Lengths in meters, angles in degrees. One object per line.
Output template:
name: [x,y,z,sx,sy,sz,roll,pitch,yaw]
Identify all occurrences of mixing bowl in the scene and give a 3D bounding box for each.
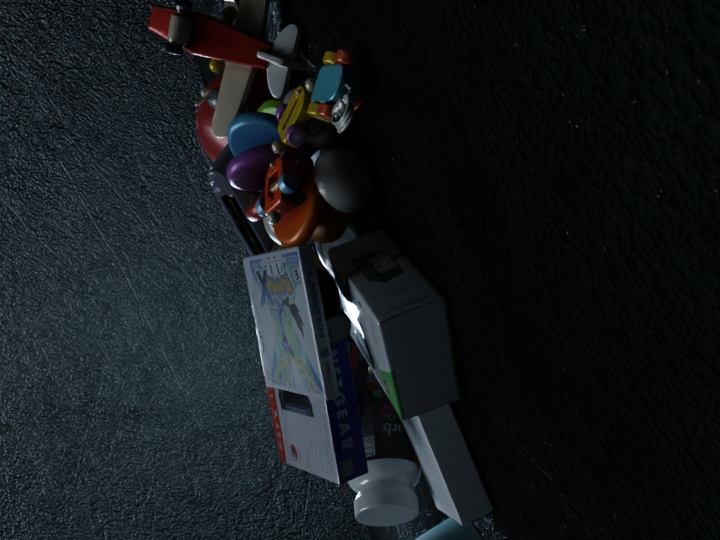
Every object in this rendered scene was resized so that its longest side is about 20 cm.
mixing bowl: [-0.197,-0.241,1.161,0.200,0.107,0.203,9,-90,-78]

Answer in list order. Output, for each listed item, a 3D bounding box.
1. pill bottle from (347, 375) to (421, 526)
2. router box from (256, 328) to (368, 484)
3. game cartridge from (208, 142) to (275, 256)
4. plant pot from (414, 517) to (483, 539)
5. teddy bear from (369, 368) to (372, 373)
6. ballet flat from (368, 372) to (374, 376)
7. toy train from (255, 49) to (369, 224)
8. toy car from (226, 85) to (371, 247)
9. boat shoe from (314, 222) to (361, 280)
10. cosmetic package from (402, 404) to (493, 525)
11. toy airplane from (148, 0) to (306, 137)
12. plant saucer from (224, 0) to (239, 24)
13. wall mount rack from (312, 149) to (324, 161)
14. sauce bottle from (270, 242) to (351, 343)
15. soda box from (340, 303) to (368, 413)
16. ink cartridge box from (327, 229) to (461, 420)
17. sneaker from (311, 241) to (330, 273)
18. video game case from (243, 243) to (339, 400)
pill bottle: [0.032,0.271,1.090,0.117,0.115,0.202,83,-179,-54]
router box: [-0.071,0.175,0.999,0.179,0.048,0.203,-6,95,58]
game cartridge: [-0.143,-0.095,1.049,0.201,0.041,0.134,64,-146,-32]
plant pot: [0.123,0.497,1.088,0.201,0.159,0.203,158,90,-80]
teddy bear: [0.000,0.188,1.365,0.200,0.066,0.147,-165,57,-76]
ballet flat: [0.026,0.216,1.222,0.199,0.071,0.070,36,-147,-34]
toy train: [-0.046,-0.142,0.782,0.200,0.055,0.152,-38,46,45]
toy car: [-0.098,-0.122,0.907,0.174,0.149,0.202,-32,81,43]
boat shoe: [0.000,0.000,1.047,0.202,0.073,0.067,61,155,-6]
cosmetic package: [0.102,0.231,0.982,0.151,0.051,0.202,128,121,-76]
toy airplane: [-0.169,-0.317,1.009,0.201,0.198,0.141,60,-172,-15]
plant saucer: [-0.211,-0.434,1.342,0.200,0.029,0.202,158,91,-79]
wall mount rack: [-0.084,-0.162,1.107,0.174,0.074,0.202,-129,20,-53]
sauce bottle: [-0.067,0.024,0.948,0.200,0.065,0.067,-124,17,-54]
soda box: [-0.027,0.128,1.094,0.071,0.063,0.203,-14,61,58]
ink cartridge box: [0.038,0.060,0.884,0.200,0.083,0.147,-127,20,-59]
sneaker: [-0.094,-0.064,1.228,0.200,0.078,0.090,45,180,7]
video game case: [-0.095,0.066,0.922,0.199,0.022,0.185,-7,94,61]
